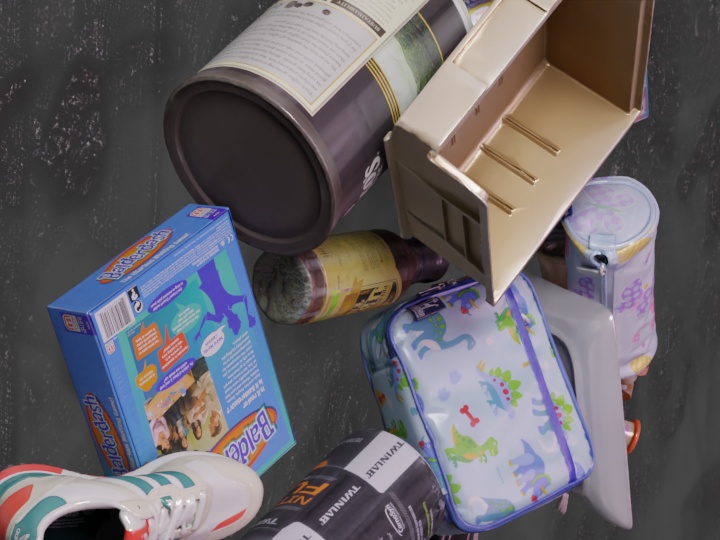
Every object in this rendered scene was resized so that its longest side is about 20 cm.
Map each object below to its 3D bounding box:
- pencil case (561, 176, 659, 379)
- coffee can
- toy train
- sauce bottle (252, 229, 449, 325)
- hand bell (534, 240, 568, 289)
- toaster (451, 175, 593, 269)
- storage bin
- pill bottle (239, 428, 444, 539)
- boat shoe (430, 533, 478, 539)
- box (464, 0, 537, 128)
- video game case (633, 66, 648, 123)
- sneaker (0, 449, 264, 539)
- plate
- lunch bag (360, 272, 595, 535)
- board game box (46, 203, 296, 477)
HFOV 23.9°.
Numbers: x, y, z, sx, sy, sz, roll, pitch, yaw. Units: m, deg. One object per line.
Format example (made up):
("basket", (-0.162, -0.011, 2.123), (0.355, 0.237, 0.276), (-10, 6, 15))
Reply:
("pencil case", (0.218, 0.010, 1.475), (0.201, 0.082, 0.092), (78, 8, -52))
("coffee can", (-0.026, -0.129, 1.227), (0.200, 0.145, 0.147), (-48, 130, -37))
("toy train", (0.236, 0.134, 1.608), (0.201, 0.055, 0.151), (-68, 170, -45))
("sauce bottle", (0.000, 0.000, 1.347), (0.199, 0.064, 0.066), (-11, 104, -50))
("hand bell", (0.202, 0.045, 1.621), (0.104, 0.103, 0.202), (-40, 137, -42))
("toaster", (0.135, -0.098, 1.471), (0.129, 0.113, 0.203), (3, 92, -55))
("storage bin", (0.117, -0.111, 1.231), (0.201, 0.093, 0.199), (-51, 162, -14))
("pill bottle", (-0.029, 0.218, 1.306), (0.200, 0.105, 0.107), (-40, 125, -41))
("boat shoe", (0.071, 0.171, 1.462), (0.057, 0.066, 0.203), (3, 89, -46))
("box", (0.080, -0.130, 1.365), (0.116, 0.048, 0.202), (-18, 94, -4))
("video game case", (0.223, -0.199, 1.646), (0.199, 0.018, 0.145), (-24, 114, -48))
("sneaker", (-0.144, 0.167, 1.112), (0.198, 0.093, 0.071), (2, 106, -30))
("plate", (0.167, 0.108, 1.497), (0.032, 0.199, 0.202), (-14, 108, -21))
("lunch bag", (0.099, 0.105, 1.408), (0.159, 0.082, 0.202), (-17, 87, -28))
("board game box", (-0.128, 0.077, 1.206), (0.152, 0.045, 0.202), (-39, 124, -42))
